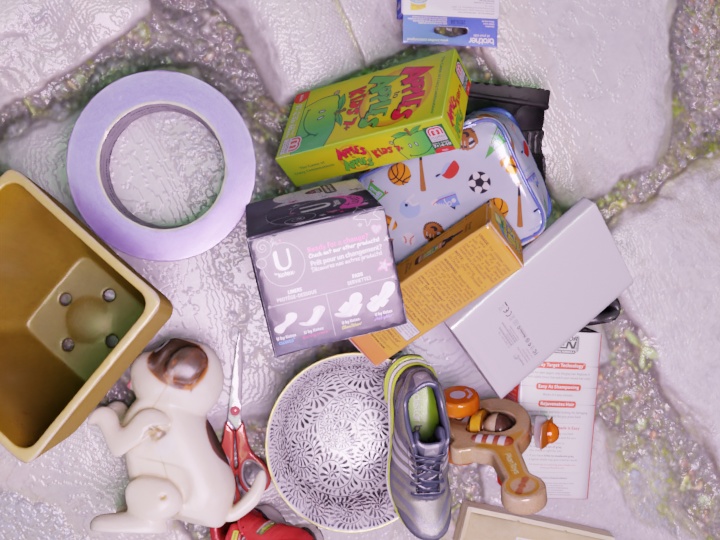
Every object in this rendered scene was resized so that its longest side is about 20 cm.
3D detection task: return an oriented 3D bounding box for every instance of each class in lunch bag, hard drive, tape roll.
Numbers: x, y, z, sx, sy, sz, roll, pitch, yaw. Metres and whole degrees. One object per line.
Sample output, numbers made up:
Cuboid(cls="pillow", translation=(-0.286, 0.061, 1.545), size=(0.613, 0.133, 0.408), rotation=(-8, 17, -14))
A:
Cuboid(cls="lunch bag", translation=(0.099, -0.073, 0.978), size=(0.198, 0.076, 0.161), rotation=(-22, 105, 25))
Cuboid(cls="hard drive", translation=(0.196, 0.033, 0.974), size=(0.200, 0.026, 0.132), rotation=(-41, 126, -3))
Cuboid(cls="tape roll", translation=(-0.214, -0.112, 0.983), size=(0.197, 0.085, 0.203), rotation=(-1, 94, -9))

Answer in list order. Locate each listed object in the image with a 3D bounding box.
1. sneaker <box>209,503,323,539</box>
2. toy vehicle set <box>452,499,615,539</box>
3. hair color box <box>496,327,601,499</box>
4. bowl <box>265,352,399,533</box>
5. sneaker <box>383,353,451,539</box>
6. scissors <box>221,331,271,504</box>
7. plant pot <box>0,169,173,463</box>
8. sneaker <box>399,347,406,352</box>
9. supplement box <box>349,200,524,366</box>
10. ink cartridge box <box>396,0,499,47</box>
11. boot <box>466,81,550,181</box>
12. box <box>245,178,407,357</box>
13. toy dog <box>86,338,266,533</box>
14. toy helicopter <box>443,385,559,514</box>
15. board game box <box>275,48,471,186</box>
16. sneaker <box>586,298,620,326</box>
Cuboid(cls="sneaker", translation=(-0.105, 0.305, 0.970), size=(0.084, 0.199, 0.078), rotation=(9, 83, -33))
Cuboid(cls="toy vehicle set", translation=(0.207, 0.367, 1.112), size=(0.198, 0.027, 0.126), rotation=(14, 92, -9))
Cuboid(cls="hair color box", translation=(0.226, 0.168, 1.082), size=(0.100, 0.061, 0.203), rotation=(4, 95, -8))
Cuboid(cls="bowl", translation=(-0.012, 0.187, 1.031), size=(0.198, 0.094, 0.204), rotation=(-1, 94, -8))
Cuboid(cls="sneaker", translation=(0.064, 0.195, 0.955), size=(0.073, 0.081, 0.203), rotation=(-9, 96, -8))
Cuboid(cls="scissors", translation=(-0.153, 0.177, 1.049), size=(0.072, 0.014, 0.203), rotation=(-10, 97, -6))
Cuboid(cls="plant pot", translation=(-0.307, 0.048, 0.914), size=(0.195, 0.200, 0.195), rotation=(40, 88, 6))
Cuboid(cls="sneaker", translation=(0.000, 0.000, 1.041), size=(0.082, 0.075, 0.200), rotation=(-46, 105, -18))
Cuboid(cls="supplement box", translation=(0.074, 0.015, 0.940), size=(0.199, 0.067, 0.069), rotation=(-38, 105, 23))
Cuboid(cls="ink cartridge box", translation=(0.102, -0.358, 1.034), size=(0.118, 0.042, 0.203), rotation=(0, 92, -9))
Cuboid(cls="boot", translation=(0.122, -0.135, 1.034), size=(0.208, 0.079, 0.160), rotation=(3, 96, -7))
Cuboid(cls="box", translation=(-0.039, -0.014, 0.879), size=(0.131, 0.200, 0.116), rotation=(-14, 105, -4))
Cuboid(cls="toy dog", translation=(-0.202, 0.175, 0.975), size=(0.191, 0.140, 0.203), rotation=(-1, 83, 10))
Cuboid(cls="toy helicopter", translation=(0.163, 0.194, 0.962), size=(0.131, 0.200, 0.080), rotation=(-7, 111, -4))
Cuboid(cls="board game box", translation=(0.013, -0.160, 0.954), size=(0.198, 0.102, 0.048), rotation=(-10, 138, 29))
Cuboid(cls="sneaker", translation=(0.215, 0.024, 1.057), size=(0.197, 0.086, 0.081), rotation=(4, 92, -8))
